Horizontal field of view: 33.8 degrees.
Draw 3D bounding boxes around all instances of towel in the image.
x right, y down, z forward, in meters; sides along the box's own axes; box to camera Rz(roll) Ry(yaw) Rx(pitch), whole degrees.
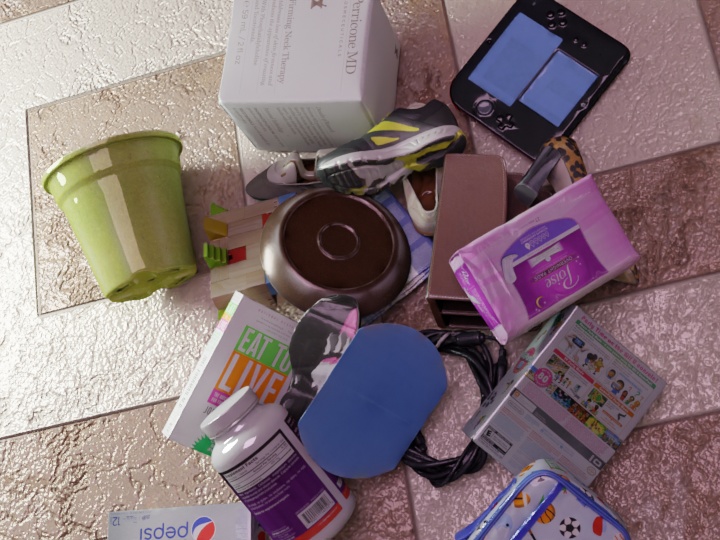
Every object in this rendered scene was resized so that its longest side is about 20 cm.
[{"bbox_3d":[0.000,0.000,1.580,0.200,0.024,0.147,-39,64,-1],"label":"towel"}]

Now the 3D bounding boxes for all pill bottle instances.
[{"bbox_3d":[-0.104,0.242,1.442,0.112,0.112,0.200,-38,97,1],"label":"pill bottle"}]

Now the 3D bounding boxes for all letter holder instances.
[{"bbox_3d":[0.170,-0.035,1.488,0.141,0.101,0.201,3,66,15],"label":"letter holder"}]

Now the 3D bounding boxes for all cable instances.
[{"bbox_3d":[0.098,0.169,1.481,0.162,0.051,0.202,5,75,18],"label":"cable"}]

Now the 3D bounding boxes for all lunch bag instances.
[{"bbox_3d":[0.196,0.324,1.348,0.160,0.076,0.200,38,100,-1],"label":"lunch bag"}]

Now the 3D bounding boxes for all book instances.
[{"bbox_3d":[-0.150,0.143,1.511,0.048,0.133,0.201,23,86,57],"label":"book"}]

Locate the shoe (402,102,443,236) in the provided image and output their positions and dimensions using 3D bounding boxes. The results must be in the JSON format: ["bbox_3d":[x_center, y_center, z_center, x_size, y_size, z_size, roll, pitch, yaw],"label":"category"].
[{"bbox_3d":[0.086,-0.145,1.579,0.069,0.053,0.201,-10,63,9],"label":"shoe"}]

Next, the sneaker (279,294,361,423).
[{"bbox_3d":[-0.048,0.115,1.490,0.080,0.086,0.201,27,112,11],"label":"sneaker"}]

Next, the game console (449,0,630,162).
[{"bbox_3d":[0.236,-0.262,1.593,0.177,0.031,0.200,37,86,24],"label":"game console"}]

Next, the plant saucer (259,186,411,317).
[{"bbox_3d":[-0.030,-0.031,1.526,0.198,0.032,0.201,5,58,-8],"label":"plant saucer"}]

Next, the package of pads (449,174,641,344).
[{"bbox_3d":[0.216,-0.013,1.386,0.199,0.076,0.121,-30,83,-11],"label":"package of pads"}]

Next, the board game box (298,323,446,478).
[{"bbox_3d":[0.011,0.153,1.436,0.201,0.158,0.039,-57,32,2],"label":"board game box"}]

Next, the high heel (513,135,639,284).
[{"bbox_3d":[0.298,-0.083,1.506,0.200,0.071,0.143,42,49,-2],"label":"high heel"}]

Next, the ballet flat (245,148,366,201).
[{"bbox_3d":[-0.067,-0.138,1.618,0.198,0.064,0.068,-2,45,14],"label":"ballet flat"}]

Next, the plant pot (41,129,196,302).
[{"bbox_3d":[-0.312,-0.063,1.615,0.199,0.200,0.185,-21,79,9],"label":"plant pot"}]

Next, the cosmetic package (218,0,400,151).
[{"bbox_3d":[-0.064,-0.268,1.608,0.198,0.166,0.169,1,73,15],"label":"cosmetic package"}]

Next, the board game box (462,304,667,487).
[{"bbox_3d":[0.241,0.162,1.404,0.147,0.064,0.200,40,87,-5],"label":"board game box"}]

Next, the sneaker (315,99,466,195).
[{"bbox_3d":[0.037,-0.161,1.542,0.198,0.075,0.085,-14,54,3],"label":"sneaker"}]

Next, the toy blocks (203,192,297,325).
[{"bbox_3d":[-0.128,-0.021,1.579,0.136,0.100,0.201,-14,47,9],"label":"toy blocks"}]

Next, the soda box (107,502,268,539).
[{"bbox_3d":[-0.219,0.336,1.509,0.198,0.068,0.064,-7,71,14],"label":"soda box"}]
